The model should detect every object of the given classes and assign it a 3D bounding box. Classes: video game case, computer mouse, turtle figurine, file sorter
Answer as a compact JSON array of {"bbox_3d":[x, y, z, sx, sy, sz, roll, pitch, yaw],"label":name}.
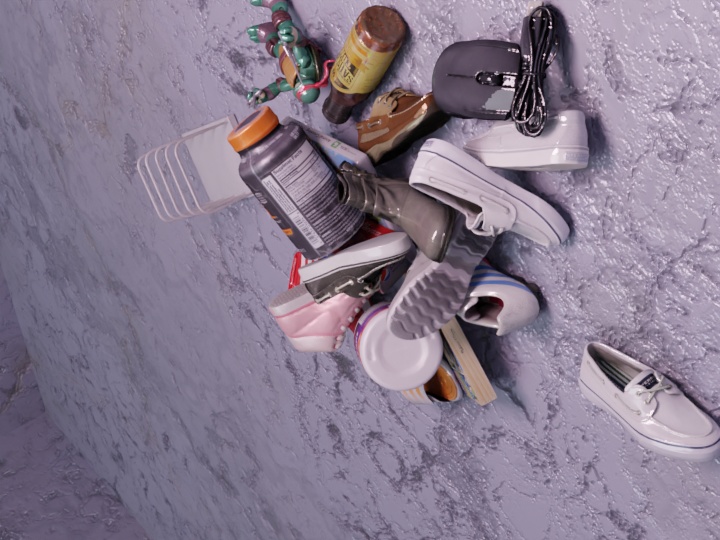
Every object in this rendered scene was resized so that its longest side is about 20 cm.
[{"bbox_3d":[-0.016,-0.113,1.497,0.182,0.022,0.200,32,159,44],"label":"video game case"},{"bbox_3d":[0.132,-0.215,1.176,0.200,0.053,0.139,11,96,60],"label":"computer mouse"},{"bbox_3d":[-0.102,-0.284,1.464,0.150,0.100,0.201,-55,44,40],"label":"turtle figurine"},{"bbox_3d":[-0.279,-0.165,1.837,0.200,0.124,0.139,-4,111,59],"label":"file sorter"}]

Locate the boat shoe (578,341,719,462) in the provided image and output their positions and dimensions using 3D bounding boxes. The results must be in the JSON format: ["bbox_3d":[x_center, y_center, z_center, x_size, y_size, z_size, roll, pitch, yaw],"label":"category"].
[{"bbox_3d":[0.318,0.144,1.209,0.200,0.073,0.067,27,139,46],"label":"boat shoe"}]

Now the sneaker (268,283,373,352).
[{"bbox_3d":[-0.025,0.053,1.578,0.075,0.199,0.105,-102,-13,-74],"label":"sneaker"}]

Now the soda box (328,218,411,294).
[{"bbox_3d":[-0.017,-0.040,1.527,0.200,0.063,0.070,28,156,50],"label":"soda box"}]

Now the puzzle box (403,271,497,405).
[{"bbox_3d":[0.118,0.085,1.470,0.201,0.025,0.133,62,177,-1],"label":"puzzle box"}]

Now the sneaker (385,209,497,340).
[{"bbox_3d":[0.098,0.001,1.348,0.075,0.200,0.082,40,173,-23],"label":"sneaker"}]

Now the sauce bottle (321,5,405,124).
[{"bbox_3d":[-0.003,-0.255,1.381,0.066,0.066,0.200,54,149,12],"label":"sauce bottle"}]

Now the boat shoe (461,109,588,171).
[{"bbox_3d":[0.178,-0.147,1.194,0.200,0.072,0.069,-169,84,-67],"label":"boat shoe"}]

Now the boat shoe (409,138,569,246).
[{"bbox_3d":[0.143,-0.072,1.226,0.199,0.066,0.074,30,166,-8],"label":"boat shoe"}]

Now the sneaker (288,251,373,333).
[{"bbox_3d":[-0.047,0.051,1.650,0.078,0.115,0.201,176,73,-77],"label":"sneaker"}]

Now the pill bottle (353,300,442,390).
[{"bbox_3d":[0.047,0.100,1.499,0.112,0.111,0.200,63,178,-3],"label":"pill bottle"}]

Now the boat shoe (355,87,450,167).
[{"bbox_3d":[0.044,-0.190,1.356,0.200,0.075,0.074,-28,87,60],"label":"boat shoe"}]

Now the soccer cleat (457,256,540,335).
[{"bbox_3d":[0.138,0.022,1.376,0.200,0.086,0.070,28,137,45],"label":"soccer cleat"}]

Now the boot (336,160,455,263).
[{"bbox_3d":[0.034,-0.072,1.296,0.200,0.130,0.068,-112,37,-66],"label":"boot"}]

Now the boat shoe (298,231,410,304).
[{"bbox_3d":[0.000,0.000,1.391,0.200,0.071,0.064,-18,97,50],"label":"boat shoe"}]

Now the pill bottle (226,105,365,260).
[{"bbox_3d":[-0.090,-0.120,1.429,0.200,0.106,0.106,52,154,-18],"label":"pill bottle"}]

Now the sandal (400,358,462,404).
[{"bbox_3d":[0.077,0.165,1.614,0.206,0.059,0.079,7,128,60],"label":"sandal"}]
